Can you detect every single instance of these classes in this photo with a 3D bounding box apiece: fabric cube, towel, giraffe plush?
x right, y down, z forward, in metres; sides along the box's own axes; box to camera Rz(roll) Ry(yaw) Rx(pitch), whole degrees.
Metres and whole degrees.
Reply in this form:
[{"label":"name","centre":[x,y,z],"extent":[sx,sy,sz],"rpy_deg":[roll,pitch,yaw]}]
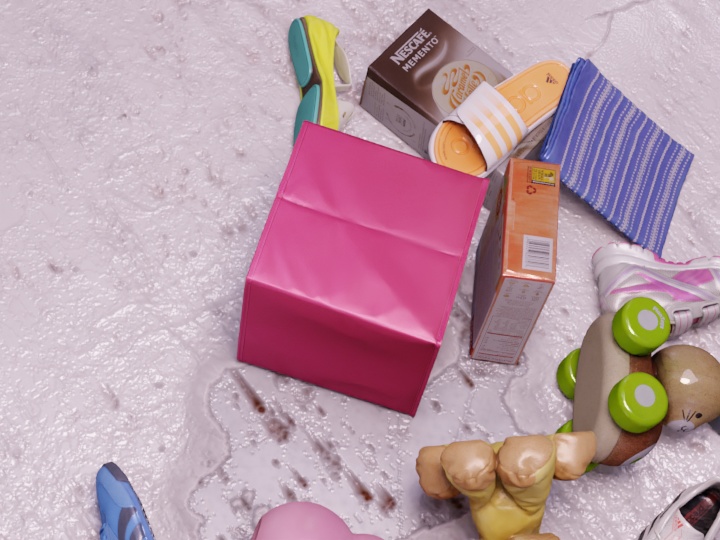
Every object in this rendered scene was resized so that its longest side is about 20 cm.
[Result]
[{"label":"fabric cube","centre":[0.000,0.000,1.663],"extent":[0.198,0.197,0.201],"rpy_deg":[17,62,3]},{"label":"towel","centre":[0.284,-0.124,1.796],"extent":[0.199,0.024,0.146],"rpy_deg":[36,61,-26]},{"label":"giraffe plush","centre":[0.143,0.246,1.585],"extent":[0.171,0.200,0.164],"rpy_deg":[-5,82,-3]}]

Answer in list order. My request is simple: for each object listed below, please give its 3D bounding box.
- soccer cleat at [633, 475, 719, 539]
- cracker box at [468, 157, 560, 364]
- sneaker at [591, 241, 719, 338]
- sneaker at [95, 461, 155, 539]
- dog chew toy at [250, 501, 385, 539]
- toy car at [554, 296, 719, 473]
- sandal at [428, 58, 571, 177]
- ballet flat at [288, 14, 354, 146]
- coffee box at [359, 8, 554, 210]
[{"label":"soccer cleat","centre":[0.299,0.279,1.619],"extent":[0.069,0.085,0.200],"rpy_deg":[42,67,14]},{"label":"cracker box","centre":[0.157,-0.006,1.680],"extent":[0.057,0.200,0.135],"rpy_deg":[8,63,-4]},{"label":"sneaker","centre":[0.342,0.035,1.755],"extent":[0.198,0.082,0.089],"rpy_deg":[8,64,7]},{"label":"sneaker","centre":[-0.228,0.280,1.572],"extent":[0.078,0.066,0.201],"rpy_deg":[-21,68,-12]},{"label":"dog chew toy","centre":[-0.013,0.300,1.561],"extent":[0.198,0.125,0.125],"rpy_deg":[21,63,-5]},{"label":"toy car","centre":[0.318,0.135,1.663],"extent":[0.198,0.164,0.159],"rpy_deg":[14,62,-13]},{"label":"sandal","centre":[0.154,-0.175,1.753],"extent":[0.206,0.059,0.079],"rpy_deg":[-41,76,-22]},{"label":"ballet flat","centre":[-0.040,-0.198,1.835],"extent":[0.066,0.067,0.202],"rpy_deg":[9,59,-25]},{"label":"coffee box","centre":[0.111,-0.180,1.829],"extent":[0.200,0.080,0.114],"rpy_deg":[39,65,12]}]
